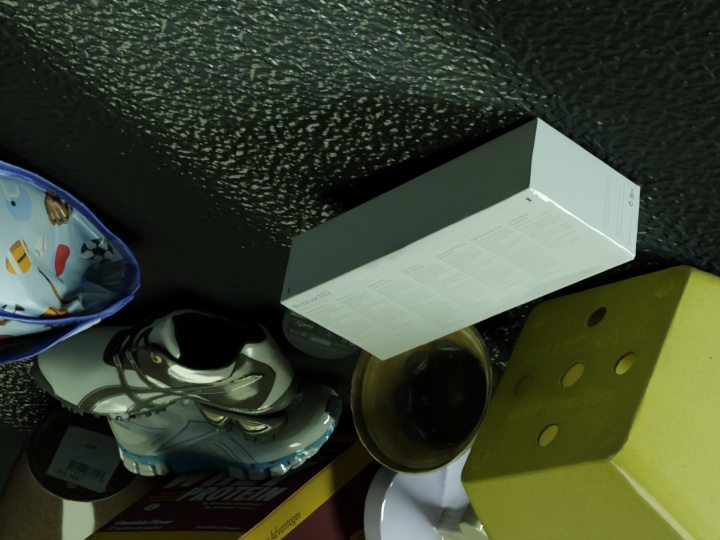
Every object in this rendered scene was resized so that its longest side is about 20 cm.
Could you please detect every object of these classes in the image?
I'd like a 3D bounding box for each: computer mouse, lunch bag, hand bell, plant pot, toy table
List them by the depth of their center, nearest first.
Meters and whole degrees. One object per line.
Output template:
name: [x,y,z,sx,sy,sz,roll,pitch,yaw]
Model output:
plant pot: [0.178,0.111,1.207,0.176,0.200,0.200,40,147,-24]
computer mouse: [0.000,0.000,1.257,0.059,0.034,0.200,19,149,-12]
lunch bag: [-0.263,0.000,1.298,0.170,0.124,0.200,-9,163,42]
hand bell: [0.093,0.090,1.332,0.104,0.104,0.200,-3,168,35]
toy table: [0.107,0.202,1.475,0.200,0.184,0.117,22,174,-39]
plant pot: [-0.215,0.200,1.658,0.187,0.187,0.200,13,142,5]

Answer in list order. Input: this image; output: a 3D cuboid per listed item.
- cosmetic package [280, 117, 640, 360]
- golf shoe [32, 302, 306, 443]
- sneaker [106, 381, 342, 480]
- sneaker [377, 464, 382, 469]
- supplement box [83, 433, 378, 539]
cosmetic package: [0.052,-0.014,1.136,0.082,0.051,0.200,29,145,-32]
golf shoe: [-0.137,0.054,1.414,0.200,0.078,0.095,5,137,17]
sneaker: [-0.109,0.099,1.484,0.200,0.075,0.087,-8,130,29]
sneaker: [0.023,0.188,1.611,0.200,0.075,0.090,-2,170,31]
supplement box: [-0.073,0.246,1.502,0.133,0.197,0.200,-4,107,31]
